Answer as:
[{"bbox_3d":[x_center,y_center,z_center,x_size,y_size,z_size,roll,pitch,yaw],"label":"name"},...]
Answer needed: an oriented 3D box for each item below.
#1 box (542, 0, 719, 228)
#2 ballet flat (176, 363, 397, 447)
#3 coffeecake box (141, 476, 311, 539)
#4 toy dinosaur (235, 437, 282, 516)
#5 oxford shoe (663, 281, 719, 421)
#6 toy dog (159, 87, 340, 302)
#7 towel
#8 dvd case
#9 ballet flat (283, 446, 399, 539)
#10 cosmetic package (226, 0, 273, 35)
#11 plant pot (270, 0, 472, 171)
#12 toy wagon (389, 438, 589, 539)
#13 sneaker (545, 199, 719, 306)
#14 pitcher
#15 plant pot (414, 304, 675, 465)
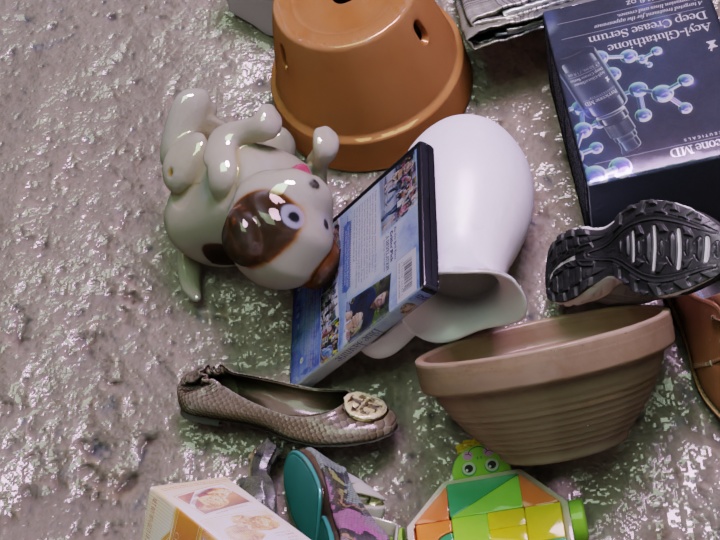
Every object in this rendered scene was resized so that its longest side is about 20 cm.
[{"bbox_3d":[0.252,-0.137,1.158,0.147,0.107,0.202,-12,57,6],"label":"box"},{"bbox_3d":[-0.064,0.109,1.105,0.198,0.047,0.067,7,17,22],"label":"ballet flat"},{"bbox_3d":[-0.078,0.259,0.929,0.199,0.073,0.155,25,109,44],"label":"coffeecake box"},{"bbox_3d":[-0.093,0.217,1.043,0.088,0.047,0.201,-32,41,19],"label":"toy dinosaur"},{"bbox_3d":[0.292,0.056,1.046,0.071,0.071,0.201,-23,57,-3],"label":"oxford shoe"},{"bbox_3d":[-0.098,-0.054,1.148,0.195,0.139,0.200,-58,35,-1],"label":"toy dog"},{"bbox_3d":[0.182,-0.284,1.272,0.191,0.035,0.201,-14,31,6],"label":"towel"},{"bbox_3d":[0.000,0.000,1.109,0.200,0.017,0.144,-40,39,44],"label":"dvd case"},{"bbox_3d":[-0.009,0.194,1.012,0.070,0.070,0.200,3,14,-15],"label":"ballet flat"},{"bbox_3d":[-0.047,-0.341,1.382,0.107,0.085,0.200,30,68,26],"label":"cosmetic package"},{"bbox_3d":[-0.002,-0.216,1.256,0.198,0.140,0.202,-7,56,11],"label":"plant pot"},{"bbox_3d":[0.099,0.212,1.013,0.154,0.040,0.202,-10,56,7],"label":"toy wagon"},{"bbox_3d":[0.228,-0.010,1.044,0.079,0.200,0.075,7,82,-25],"label":"sneaker"},{"bbox_3d":[0.067,-0.026,1.130,0.171,0.121,0.201,-27,38,31],"label":"pitcher"},{"bbox_3d":[0.147,0.092,1.019,0.199,0.201,0.094,-12,93,7],"label":"plant pot"}]
